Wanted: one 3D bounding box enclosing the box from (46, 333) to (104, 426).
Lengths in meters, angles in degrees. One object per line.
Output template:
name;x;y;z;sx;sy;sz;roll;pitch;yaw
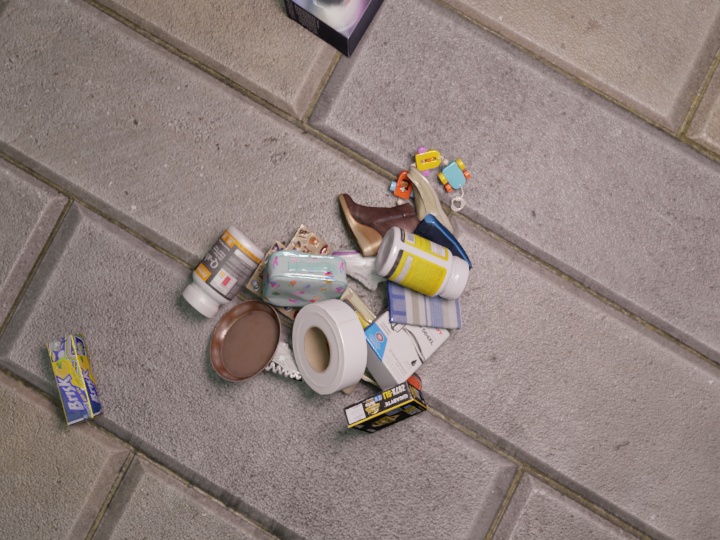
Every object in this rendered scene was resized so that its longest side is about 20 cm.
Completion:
box;-0.689;0.263;1.465;0.068;0.064;0.207;-17;87;-1

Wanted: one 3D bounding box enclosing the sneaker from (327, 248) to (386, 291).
sneaker;0.000;0.000;1.472;0.192;0.075;0.104;2;99;1

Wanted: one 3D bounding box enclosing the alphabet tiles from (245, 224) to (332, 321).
alphabet tiles;-0.160;0.001;1.480;0.165;0.008;0.203;35;86;-19

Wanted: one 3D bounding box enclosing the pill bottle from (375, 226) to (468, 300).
pill bottle;0.140;-0.011;1.371;0.194;0.114;0.118;21;86;-14

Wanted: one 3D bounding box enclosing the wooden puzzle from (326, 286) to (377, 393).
wooden puzzle;-0.036;0.166;1.484;0.185;0.037;0.200;-45;88;-3

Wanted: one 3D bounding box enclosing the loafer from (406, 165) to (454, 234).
loafer;0.159;-0.156;1.461;0.067;0.076;0.203;-31;111;4

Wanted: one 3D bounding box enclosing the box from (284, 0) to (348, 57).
box;-0.056;-0.685;1.497;0.195;0.123;0.204;32;87;1

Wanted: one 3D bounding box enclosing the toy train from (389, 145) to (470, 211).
toy train;0.173;-0.227;1.505;0.193;0.056;0.155;12;112;-9

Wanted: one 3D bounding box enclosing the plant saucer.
plant saucer;-0.270;0.170;1.448;0.194;0.035;0.207;-11;61;19

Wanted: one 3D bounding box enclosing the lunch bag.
lunch bag;-0.126;0.019;1.405;0.193;0.161;0.080;4;60;-17

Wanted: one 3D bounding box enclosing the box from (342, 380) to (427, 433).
box;0.062;0.315;1.381;0.156;0.200;0.051;-26;67;6

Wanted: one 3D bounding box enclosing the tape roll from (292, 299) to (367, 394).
tape roll;-0.073;0.172;1.375;0.069;0.200;0.210;-8;85;-40

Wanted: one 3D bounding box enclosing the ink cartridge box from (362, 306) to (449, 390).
ink cartridge box;0.093;0.159;1.416;0.199;0.084;0.147;-38;89;-33

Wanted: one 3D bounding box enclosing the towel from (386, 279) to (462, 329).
towel;0.150;0.062;1.424;0.193;0.024;0.152;7;64;-23

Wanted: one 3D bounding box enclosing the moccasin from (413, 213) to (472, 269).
moccasin;0.196;-0.059;1.455;0.068;0.081;0.199;-37;122;16

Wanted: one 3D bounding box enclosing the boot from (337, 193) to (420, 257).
boot;0.045;-0.131;1.477;0.162;0.073;0.203;-22;60;-12

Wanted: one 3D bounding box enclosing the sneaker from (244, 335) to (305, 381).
sneaker;-0.181;0.216;1.467;0.193;0.075;0.084;18;78;1

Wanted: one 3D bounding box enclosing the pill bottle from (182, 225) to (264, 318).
pill bottle;-0.331;0.005;1.456;0.115;0.116;0.202;39;87;2

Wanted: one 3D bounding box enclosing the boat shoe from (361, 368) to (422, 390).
boat shoe;0.065;0.253;1.450;0.195;0.062;0.073;24;89;-14
